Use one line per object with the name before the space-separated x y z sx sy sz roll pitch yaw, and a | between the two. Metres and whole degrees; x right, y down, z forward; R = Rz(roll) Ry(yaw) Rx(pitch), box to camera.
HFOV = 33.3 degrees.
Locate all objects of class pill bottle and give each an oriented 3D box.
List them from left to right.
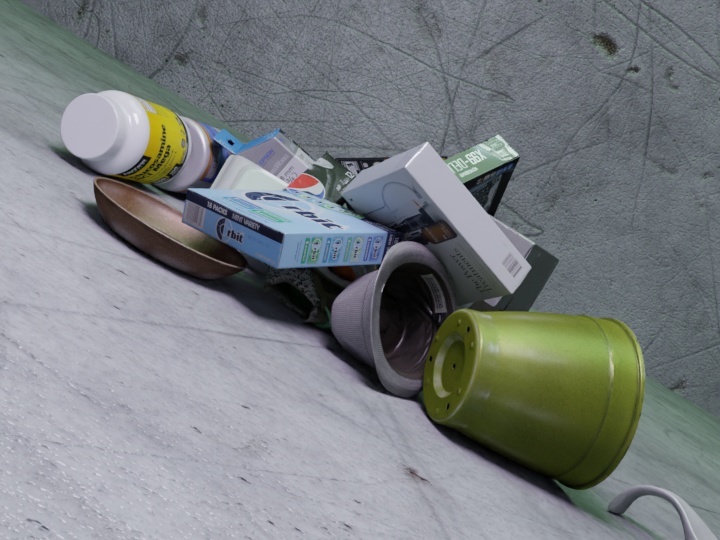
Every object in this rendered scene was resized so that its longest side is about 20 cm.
pill bottle | -0.318 -0.181 1.630 0.112 0.113 0.200 33 8 16
pill bottle | -0.250 -0.171 1.850 0.112 0.112 0.200 32 7 12

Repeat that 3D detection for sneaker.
sneaker | -0.041 0.050 1.472 0.199 0.077 0.089 32 38 -2
sneaker | 0.000 0.000 1.583 0.075 0.092 0.200 23 -21 13

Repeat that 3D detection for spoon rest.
spoon rest | 0.379 0.307 1.372 0.200 0.061 0.099 35 8 36

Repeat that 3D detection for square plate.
square plate | -0.119 -0.067 1.648 0.199 0.028 0.198 31 37 -7

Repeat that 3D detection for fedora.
fedora | 0.031 0.056 1.395 0.090 0.178 0.200 -1 2 34

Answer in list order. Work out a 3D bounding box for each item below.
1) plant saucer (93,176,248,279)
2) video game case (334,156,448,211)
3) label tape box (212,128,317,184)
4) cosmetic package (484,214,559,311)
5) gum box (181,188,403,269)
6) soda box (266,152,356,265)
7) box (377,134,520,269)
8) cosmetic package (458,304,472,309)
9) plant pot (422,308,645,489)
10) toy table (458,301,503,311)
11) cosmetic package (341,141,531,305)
plant saucer | -0.222 -0.041 1.368 0.200 0.037 0.200 30 8 -4
video game case | 0.069 -0.098 1.755 0.180 0.026 0.201 -3 42 -16
label tape box | -0.119 -0.163 1.810 0.200 0.063 0.144 41 9 -8
cosmetic package | 0.203 -0.003 1.680 0.090 0.107 0.200 34 7 22
gum box | -0.078 -0.051 1.406 0.169 0.045 0.199 24 18 38
soda box | -0.078 -0.081 1.611 0.063 0.071 0.200 37 37 3
box | 0.107 -0.082 1.610 0.199 0.158 0.050 -26 62 -31
cosmetic package | 0.145 0.015 1.858 0.199 0.200 0.123 32 7 6
plant pot | 0.181 0.127 1.352 0.192 0.201 0.200 17 12 -20
toy table | 0.105 0.063 1.698 0.183 0.117 0.200 32 6 5
cosmetic package | 0.088 -0.048 1.439 0.200 0.052 0.151 48 -26 -14
